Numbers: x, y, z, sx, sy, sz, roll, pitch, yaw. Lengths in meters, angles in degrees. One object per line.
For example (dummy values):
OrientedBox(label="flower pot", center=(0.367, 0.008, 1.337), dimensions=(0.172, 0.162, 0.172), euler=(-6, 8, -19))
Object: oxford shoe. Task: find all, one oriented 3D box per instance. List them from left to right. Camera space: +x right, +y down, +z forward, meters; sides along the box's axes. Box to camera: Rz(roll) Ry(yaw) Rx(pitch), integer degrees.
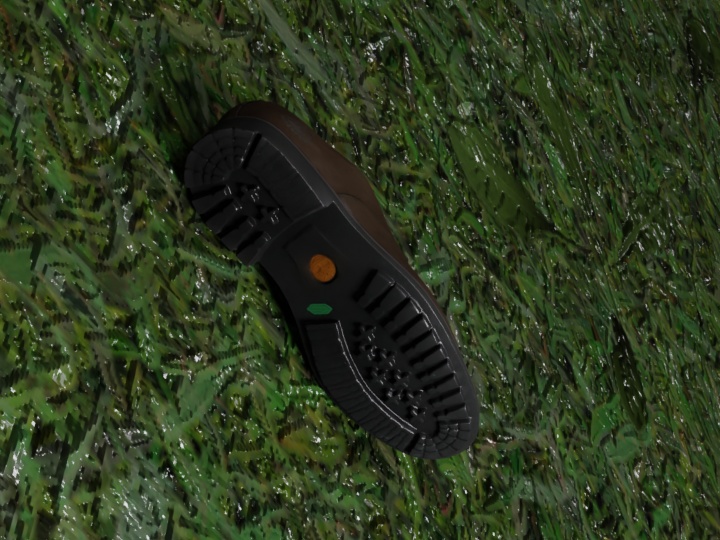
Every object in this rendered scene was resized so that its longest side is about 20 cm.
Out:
OrientedBox(label="oxford shoe", center=(0.000, 0.000, 0.949), dimensions=(0.201, 0.072, 0.085), euler=(58, 25, -14))
